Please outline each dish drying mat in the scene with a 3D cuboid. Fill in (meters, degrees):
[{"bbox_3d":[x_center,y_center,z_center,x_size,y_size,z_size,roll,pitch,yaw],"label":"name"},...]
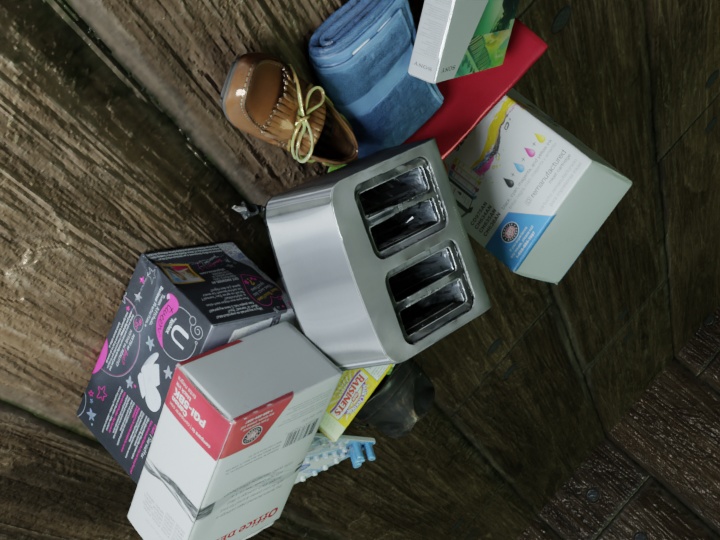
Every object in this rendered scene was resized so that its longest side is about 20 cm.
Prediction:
[{"bbox_3d":[0.106,-0.191,1.187,0.200,0.077,0.018,-47,170,-5],"label":"dish drying mat"}]

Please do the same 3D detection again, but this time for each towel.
[{"bbox_3d":[0.017,-0.187,1.078,0.112,0.048,0.200,-45,154,-7],"label":"towel"}]

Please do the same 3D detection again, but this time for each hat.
[{"bbox_3d":[0.042,0.159,1.376,0.201,0.081,0.201,-45,179,-1],"label":"hat"}]

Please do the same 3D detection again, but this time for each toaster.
[{"bbox_3d":[0.013,-0.015,1.054,0.199,0.183,0.118,-26,-171,-39],"label":"toaster"}]

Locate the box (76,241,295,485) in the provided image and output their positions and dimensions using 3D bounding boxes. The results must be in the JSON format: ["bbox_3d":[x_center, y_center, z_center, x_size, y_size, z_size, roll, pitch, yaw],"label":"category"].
[{"bbox_3d":[-0.166,0.090,1.085,0.131,0.115,0.202,-10,135,-52],"label":"box"}]

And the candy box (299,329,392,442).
[{"bbox_3d":[-0.004,0.066,1.152,0.102,0.026,0.201,44,76,-23],"label":"candy box"}]

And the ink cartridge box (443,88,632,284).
[{"bbox_3d":[0.168,-0.109,1.251,0.148,0.200,0.144,-55,151,15],"label":"ink cartridge box"}]

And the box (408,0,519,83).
[{"bbox_3d":[0.116,-0.286,1.062,0.144,0.036,0.202,-26,137,-51],"label":"box"}]

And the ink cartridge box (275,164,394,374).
[{"bbox_3d":[0.000,0.000,1.198,0.146,0.076,0.202,13,121,-22],"label":"ink cartridge box"}]

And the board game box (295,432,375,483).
[{"bbox_3d":[-0.108,0.245,1.333,0.199,0.026,0.199,-31,154,28],"label":"board game box"}]

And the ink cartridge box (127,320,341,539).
[{"bbox_3d":[-0.119,0.163,1.030,0.146,0.083,0.202,-19,141,-48],"label":"ink cartridge box"}]

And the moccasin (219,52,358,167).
[{"bbox_3d":[-0.058,-0.134,0.982,0.074,0.077,0.201,-65,155,-7],"label":"moccasin"}]
